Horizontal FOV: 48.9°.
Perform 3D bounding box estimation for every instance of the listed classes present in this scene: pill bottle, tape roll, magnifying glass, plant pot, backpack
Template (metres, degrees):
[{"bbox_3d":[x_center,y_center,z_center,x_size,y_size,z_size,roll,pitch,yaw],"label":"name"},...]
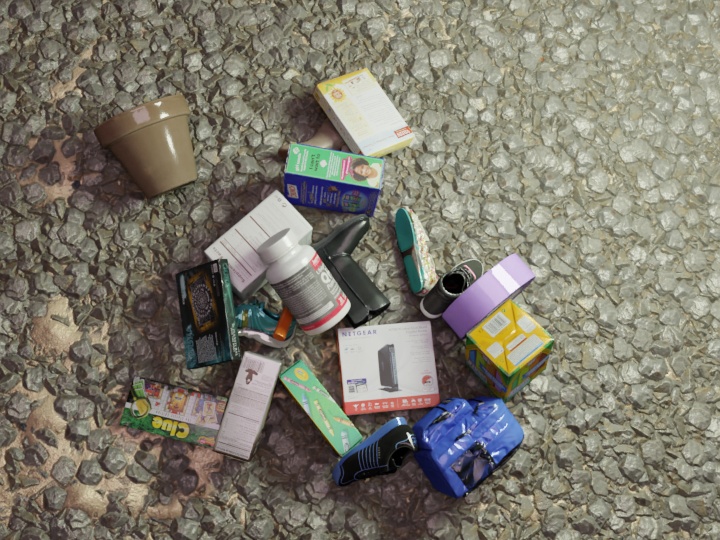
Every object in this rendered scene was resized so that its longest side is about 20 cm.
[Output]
[{"bbox_3d":[-0.116,0.020,1.559,0.111,0.111,0.200,-38,107,-12],"label":"pill bottle"},{"bbox_3d":[0.264,0.054,1.627,0.200,0.200,0.066,-38,78,-12],"label":"tape roll"},{"bbox_3d":[-0.140,0.065,1.633,0.080,0.022,0.200,27,43,-10],"label":"magnifying glass"},{"bbox_3d":[-0.430,-0.249,1.656,0.200,0.200,0.175,-23,98,-10],"label":"plant pot"},{"bbox_3d":[0.214,0.331,1.572,0.200,0.163,0.168,-34,96,-15],"label":"backpack"}]

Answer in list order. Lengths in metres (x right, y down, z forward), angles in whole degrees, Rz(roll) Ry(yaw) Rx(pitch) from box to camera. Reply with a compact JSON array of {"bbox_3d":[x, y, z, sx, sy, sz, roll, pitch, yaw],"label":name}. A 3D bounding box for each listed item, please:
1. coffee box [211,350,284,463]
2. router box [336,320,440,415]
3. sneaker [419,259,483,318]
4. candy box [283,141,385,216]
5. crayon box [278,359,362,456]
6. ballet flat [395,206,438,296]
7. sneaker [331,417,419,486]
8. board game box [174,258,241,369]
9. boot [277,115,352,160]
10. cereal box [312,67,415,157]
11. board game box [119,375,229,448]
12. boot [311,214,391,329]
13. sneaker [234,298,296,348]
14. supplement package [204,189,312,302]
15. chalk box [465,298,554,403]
[{"bbox_3d":[-0.220,0.266,1.569,0.080,0.114,0.200,17,85,0],"label":"coffee box"},{"bbox_3d":[0.055,0.204,1.653,0.200,0.049,0.180,-5,78,-6],"label":"router box"},{"bbox_3d":[0.214,0.021,1.660,0.071,0.099,0.200,48,54,7],"label":"sneaker"},{"bbox_3d":[-0.059,-0.188,1.671,0.200,0.169,0.077,8,73,-3],"label":"candy box"},{"bbox_3d":[-0.081,0.278,1.588,0.058,0.119,0.200,-38,83,-12],"label":"crayon box"},{"bbox_3d":[0.123,-0.042,1.716,0.064,0.076,0.200,-5,81,-38],"label":"ballet flat"},{"bbox_3d":[0.029,0.377,1.562,0.200,0.070,0.078,-44,53,16],"label":"sneaker"},{"bbox_3d":[-0.303,0.088,1.565,0.135,0.028,0.200,-15,80,36],"label":"board game box"},{"bbox_3d":[-0.071,-0.299,1.754,0.200,0.070,0.146,12,70,-4],"label":"boot"},{"bbox_3d":[0.007,-0.338,1.726,0.144,0.040,0.200,-25,76,-30],"label":"cereal box"},{"bbox_3d":[-0.376,0.286,1.601,0.200,0.023,0.105,12,78,4],"label":"board game box"},{"bbox_3d":[-0.001,0.001,1.664,0.165,0.066,0.200,-37,65,0],"label":"boot"},{"bbox_3d":[-0.229,0.093,1.631,0.200,0.078,0.080,17,107,-10],"label":"sneaker"},{"bbox_3d":[-0.210,-0.049,1.652,0.200,0.117,0.117,-42,84,-12],"label":"supplement package"},{"bbox_3d":[0.297,0.175,1.605,0.125,0.200,0.124,-38,63,-13],"label":"chalk box"}]
